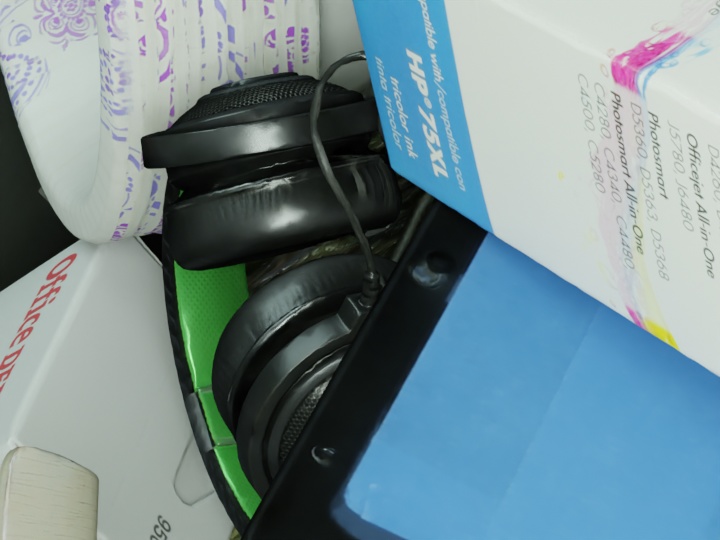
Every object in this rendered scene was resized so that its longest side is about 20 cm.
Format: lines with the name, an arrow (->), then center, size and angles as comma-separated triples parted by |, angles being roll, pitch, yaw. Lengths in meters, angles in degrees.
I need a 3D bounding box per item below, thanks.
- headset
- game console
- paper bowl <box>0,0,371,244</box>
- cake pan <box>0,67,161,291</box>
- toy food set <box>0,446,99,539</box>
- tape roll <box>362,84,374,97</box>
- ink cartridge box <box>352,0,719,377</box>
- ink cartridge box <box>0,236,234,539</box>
headset -> 0.000, 0.000, 0.771 | 0.094, 0.124, 0.200 | -12, -21, -20
game console -> 0.102, 0.012, 0.562 | 0.176, 0.116, 0.200 | -26, 22, 38
paper bowl -> -0.054, -0.114, 0.891 | 0.104, 0.202, 0.201 | -12, 10, -17
cake pan -> -0.114, -0.047, 1.095 | 0.037, 0.200, 0.200 | 37, 73, 28
toy food set -> -0.133, 0.130, 0.724 | 0.200, 0.060, 0.144 | -19, 65, 49
tape roll -> -0.018, -0.150, 1.074 | 0.071, 0.203, 0.203 | -25, 22, 38
ink cartridge box -> 0.099, -0.034, 0.553 | 0.116, 0.067, 0.200 | -29, 37, -22
ink cartridge box -> -0.136, 0.090, 0.917 | 0.200, 0.084, 0.145 | -32, 19, 23
